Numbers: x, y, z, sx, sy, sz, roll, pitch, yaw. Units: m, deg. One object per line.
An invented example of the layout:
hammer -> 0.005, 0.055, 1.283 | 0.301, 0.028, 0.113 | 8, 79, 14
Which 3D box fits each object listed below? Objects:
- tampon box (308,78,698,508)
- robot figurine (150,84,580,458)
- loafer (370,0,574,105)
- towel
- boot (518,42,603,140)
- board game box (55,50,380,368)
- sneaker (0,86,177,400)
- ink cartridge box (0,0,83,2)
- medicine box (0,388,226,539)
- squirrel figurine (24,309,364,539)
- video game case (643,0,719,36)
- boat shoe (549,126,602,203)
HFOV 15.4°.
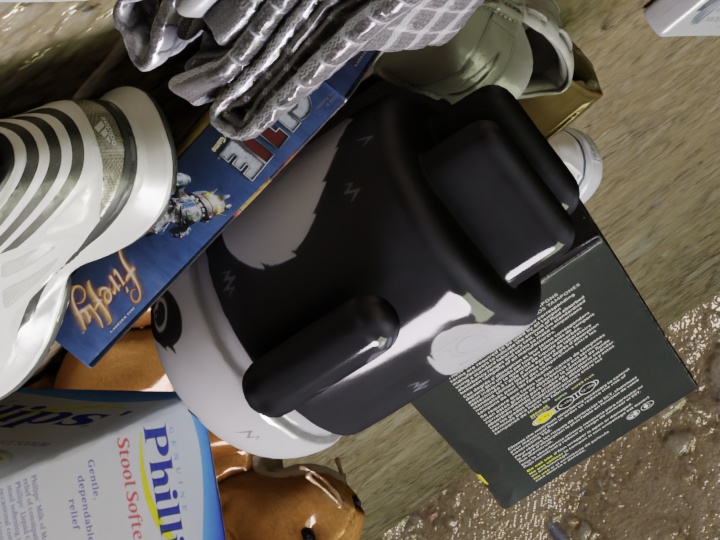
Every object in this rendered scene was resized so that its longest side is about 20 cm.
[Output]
tampon box -> 0.064, 0.004, 1.373 | 0.126, 0.150, 0.200 | -33, 148, 4
robot figurine -> -0.001, -0.001, 1.189 | 0.199, 0.125, 0.150 | -32, 158, 21
loafer -> 0.050, -0.107, 1.220 | 0.070, 0.070, 0.200 | -39, 169, 24
towel -> 0.027, -0.134, 0.878 | 0.200, 0.086, 0.166 | -42, -178, 35
boot -> 0.055, -0.053, 1.503 | 0.200, 0.066, 0.175 | -39, 169, 16
board game box -> -0.048, -0.059, 1.095 | 0.200, 0.035, 0.136 | -44, -170, 41
sneaker -> -0.168, -0.006, 1.054 | 0.115, 0.076, 0.200 | -6, 151, -42
ink cartridge box -> -0.051, -0.155, 0.746 | 0.200, 0.050, 0.109 | -40, 168, 23
medicine box -> -0.191, 0.126, 1.214 | 0.181, 0.104, 0.200 | -1, -167, 35
squirrel figurine -> -0.099, 0.120, 1.457 | 0.199, 0.187, 0.142 | -34, 170, -2
video game case -> 0.279, -0.208, 1.612 | 0.200, 0.023, 0.182 | -39, 169, 22
boat shoe -> 0.070, -0.023, 1.714 | 0.067, 0.074, 0.200 | 1, 136, -48
